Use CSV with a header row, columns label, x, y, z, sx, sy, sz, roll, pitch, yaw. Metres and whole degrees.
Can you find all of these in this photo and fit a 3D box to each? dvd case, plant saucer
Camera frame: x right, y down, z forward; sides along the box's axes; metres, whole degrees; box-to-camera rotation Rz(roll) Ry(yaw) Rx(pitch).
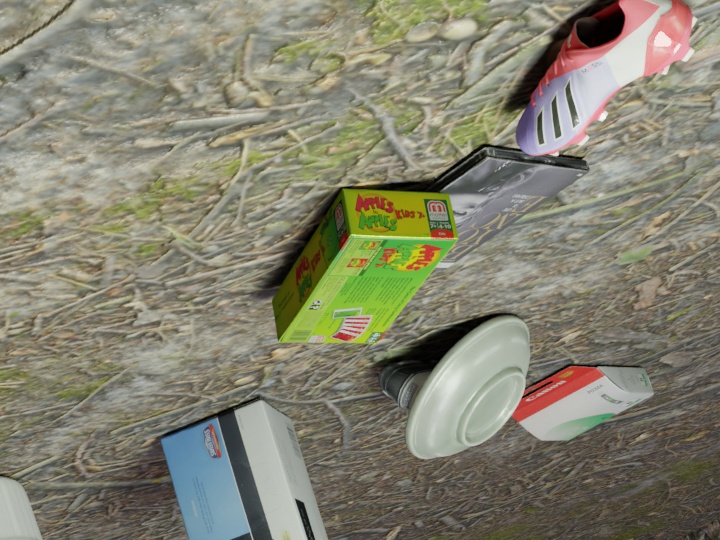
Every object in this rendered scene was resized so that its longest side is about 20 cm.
label,x,y,z,sx,sy,sz,roll,pitch,yaw
dvd case,0.093,-0.052,1.484,0.148,0.016,0.200,2,152,-46
plant saucer,0.136,0.145,1.861,0.200,0.050,0.201,-35,147,-27

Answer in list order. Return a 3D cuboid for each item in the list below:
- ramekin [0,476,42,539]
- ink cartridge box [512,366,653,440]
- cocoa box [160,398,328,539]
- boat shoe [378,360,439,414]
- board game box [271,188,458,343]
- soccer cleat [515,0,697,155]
label,x,y,z,sx,sy,sz,roll,pitch,yaw
ramekin,-0.447,0.301,1.781,0.199,0.098,0.201,-17,161,-6
ink cartridge box,0.290,0.185,2.247,0.161,0.050,0.199,-33,158,32
cocoa box,-0.126,0.271,1.849,0.130,0.201,0.133,-21,161,7
boat shoe,0.085,0.139,1.906,0.200,0.068,0.072,9,110,-58
board game box,0.000,0.000,1.448,0.101,0.048,0.200,1,151,-23
soccer cleat,0.172,-0.155,1.243,0.076,0.067,0.200,27,145,-21
